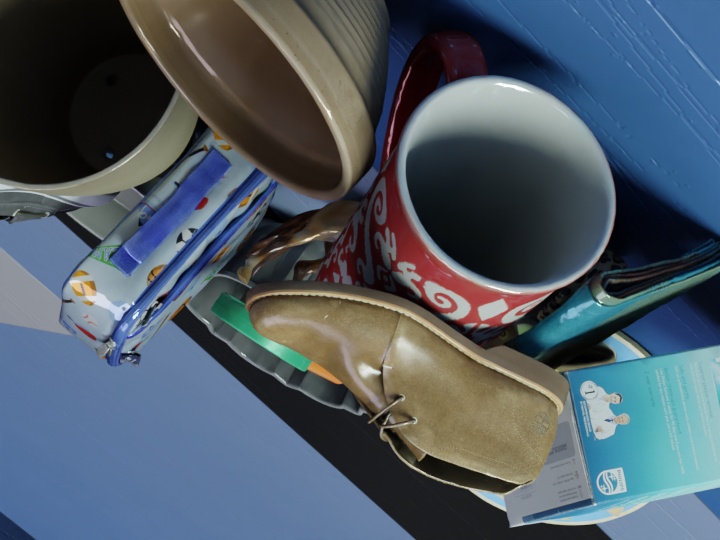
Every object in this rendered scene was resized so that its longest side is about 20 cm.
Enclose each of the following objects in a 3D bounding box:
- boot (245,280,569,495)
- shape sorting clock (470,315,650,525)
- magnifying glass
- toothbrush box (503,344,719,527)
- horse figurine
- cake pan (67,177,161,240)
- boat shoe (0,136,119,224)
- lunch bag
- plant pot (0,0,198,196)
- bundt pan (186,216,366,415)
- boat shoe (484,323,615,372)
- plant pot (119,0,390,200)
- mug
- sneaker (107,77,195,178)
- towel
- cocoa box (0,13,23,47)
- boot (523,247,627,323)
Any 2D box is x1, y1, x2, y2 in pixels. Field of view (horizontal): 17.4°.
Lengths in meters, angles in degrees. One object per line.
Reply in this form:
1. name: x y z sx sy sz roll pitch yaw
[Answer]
1. boot: 0.022 0.065 1.343 0.199 0.076 0.074 23 157 -11
2. shape sorting clock: 0.137 0.109 1.721 0.198 0.039 0.201 12 127 16
3. magnifying glass: -0.050 0.054 1.715 0.079 0.022 0.200 33 178 23
4. toothbrush box: 0.198 0.097 1.474 0.198 0.086 0.146 -10 172 -20
5. horse figurine: 0.000 0.000 1.697 0.199 0.132 0.050 31 151 37
6. cake pan: -0.203 -0.067 1.939 0.199 0.037 0.200 32 163 11
7. boat shoe: -0.244 -0.062 1.664 0.070 0.066 0.200 55 -161 13
8. lunch bag: -0.138 -0.019 1.713 0.075 0.200 0.160 40 162 1
9. plant pot: -0.181 -0.125 1.590 0.186 0.188 0.200 28 175 14
10. bundt pan: -0.045 0.029 1.878 0.201 0.076 0.202 30 161 11
11. boat shoe: 0.088 0.058 1.619 0.199 0.067 0.074 14 -165 -31
12. plant pot: -0.048 -0.146 1.387 0.201 0.093 0.201 41 162 16
13. mug: 0.057 -0.029 1.411 0.133 0.179 0.200 24 151 -9
14. sneaker: -0.217 -0.127 1.770 0.199 0.073 0.082 32 163 6
15. towel: 0.120 0.041 1.453 0.200 0.146 0.022 -35 77 40
16. cocoa box: -0.329 -0.167 1.647 0.133 0.201 0.131 38 160 -16
17. boot: 0.083 -0.012 1.582 0.150 0.073 0.200 35 156 -7
